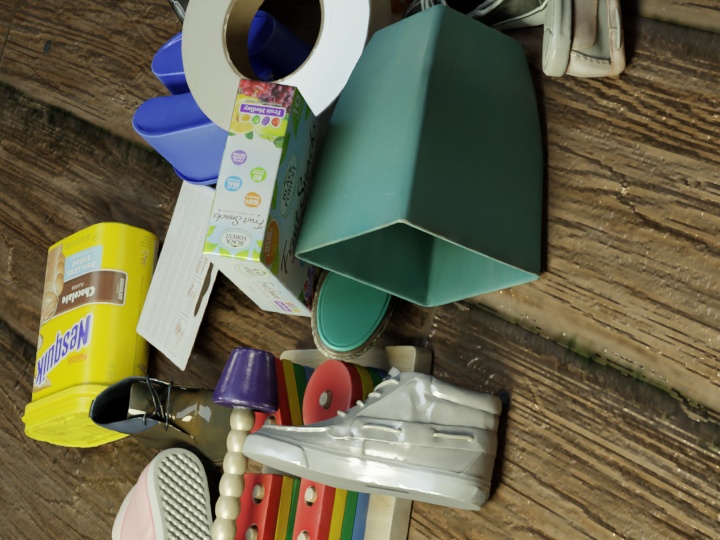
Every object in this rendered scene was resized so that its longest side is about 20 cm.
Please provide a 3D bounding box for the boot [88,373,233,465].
[{"bbox_3d":[-0.166,0.136,1.841,0.200,0.097,0.075,-13,67,53],"label":"boot"}]

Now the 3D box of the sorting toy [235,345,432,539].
[{"bbox_3d":[-0.040,0.158,1.678,0.200,0.069,0.199,-6,72,54],"label":"sorting toy"}]

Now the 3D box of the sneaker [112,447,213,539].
[{"bbox_3d":[-0.177,0.271,1.830,0.105,0.075,0.201,-41,49,53],"label":"sneaker"}]

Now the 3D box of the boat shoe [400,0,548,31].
[{"bbox_3d":[0.086,-0.225,1.654,0.200,0.064,0.071,-13,66,53],"label":"boat shoe"}]

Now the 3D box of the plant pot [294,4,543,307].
[{"bbox_3d":[0.057,-0.096,1.585,0.141,0.141,0.200,-15,60,52],"label":"plant pot"}]

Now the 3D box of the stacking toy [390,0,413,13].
[{"bbox_3d":[0.063,-0.289,1.701,0.200,0.116,0.110,-56,41,47],"label":"stacking toy"}]

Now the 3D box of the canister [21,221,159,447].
[{"bbox_3d":[-0.269,0.065,2.027,0.148,0.086,0.200,-22,58,49],"label":"canister"}]

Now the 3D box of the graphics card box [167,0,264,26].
[{"bbox_3d":[-0.141,-0.293,1.907,0.126,0.051,0.200,58,159,7],"label":"graphics card box"}]

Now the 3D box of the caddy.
[{"bbox_3d":[-0.115,-0.155,1.875,0.200,0.105,0.142,-8,56,40],"label":"caddy"}]

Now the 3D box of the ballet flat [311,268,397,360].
[{"bbox_3d":[0.000,0.000,1.687,0.075,0.068,0.200,100,180,-61],"label":"ballet flat"}]

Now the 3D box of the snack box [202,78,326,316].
[{"bbox_3d":[-0.066,-0.053,1.607,0.053,0.200,0.143,7,78,13],"label":"snack box"}]

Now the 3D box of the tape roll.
[{"bbox_3d":[-0.066,-0.208,1.741,0.202,0.037,0.203,-7,77,32],"label":"tape roll"}]

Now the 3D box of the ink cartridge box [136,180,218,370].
[{"bbox_3d":[-0.146,0.006,1.873,0.200,0.057,0.163,25,97,65],"label":"ink cartridge box"}]

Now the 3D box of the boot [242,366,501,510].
[{"bbox_3d":[0.012,0.122,1.562,0.200,0.074,0.096,10,75,15],"label":"boot"}]

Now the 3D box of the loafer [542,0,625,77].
[{"bbox_3d":[0.179,-0.240,1.546,0.072,0.063,0.200,104,174,-73],"label":"loafer"}]

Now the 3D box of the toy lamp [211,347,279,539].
[{"bbox_3d":[-0.103,0.164,1.654,0.058,0.058,0.200,-6,73,54],"label":"toy lamp"}]
